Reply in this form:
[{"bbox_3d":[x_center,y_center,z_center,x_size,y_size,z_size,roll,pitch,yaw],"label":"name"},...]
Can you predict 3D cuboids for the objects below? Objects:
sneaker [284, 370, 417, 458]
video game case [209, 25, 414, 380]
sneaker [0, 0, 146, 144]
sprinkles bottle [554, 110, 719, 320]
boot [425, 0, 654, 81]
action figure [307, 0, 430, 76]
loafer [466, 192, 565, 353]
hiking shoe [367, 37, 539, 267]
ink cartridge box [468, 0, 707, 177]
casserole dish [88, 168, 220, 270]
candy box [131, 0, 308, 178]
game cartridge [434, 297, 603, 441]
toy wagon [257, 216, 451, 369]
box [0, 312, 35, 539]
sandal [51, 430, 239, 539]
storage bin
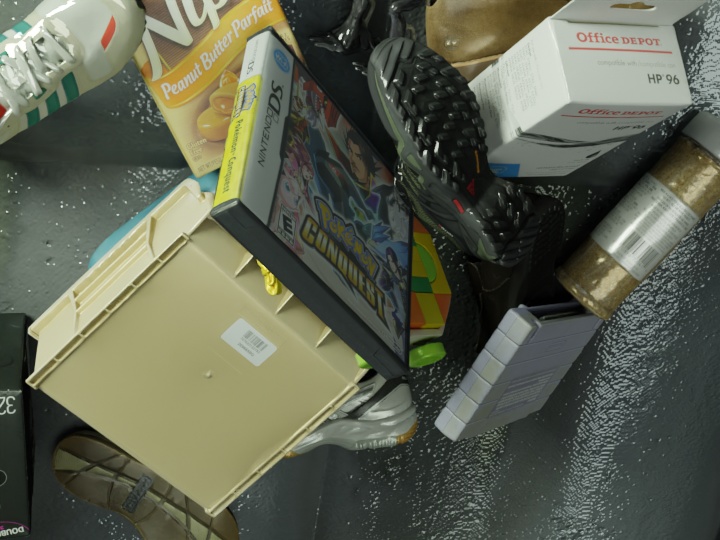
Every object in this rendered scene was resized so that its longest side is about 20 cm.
[{"bbox_3d":[-0.050,0.125,0.957,0.199,0.076,0.088,-8,90,0],"label":"sneaker"},{"bbox_3d":[-0.023,-0.048,0.740,0.025,0.181,0.200,-22,132,27],"label":"video game case"},{"bbox_3d":[-0.232,-0.129,0.714,0.199,0.093,0.070,-25,118,25],"label":"sneaker"},{"bbox_3d":[0.265,-0.048,0.935,0.068,0.068,0.200,35,103,-28],"label":"sprinkles bottle"},{"bbox_3d":[0.148,-0.210,0.820,0.200,0.074,0.076,-15,115,-3],"label":"boot"},{"bbox_3d":[0.039,-0.234,0.749,0.102,0.119,0.200,-11,137,-50],"label":"action figure"},{"bbox_3d":[0.134,0.005,0.940,0.073,0.071,0.200,-30,141,-38],"label":"loafer"},{"bbox_3d":[0.050,-0.082,0.781,0.076,0.101,0.200,-47,118,-26],"label":"hiking shoe"},{"bbox_3d":[0.162,-0.134,0.782,0.116,0.200,0.068,-4,77,-25],"label":"ink cartridge box"},{"bbox_3d":[-0.135,-0.008,0.871,0.200,0.039,0.121,-35,120,6],"label":"casserole dish"},{"bbox_3d":[-0.116,-0.182,0.769,0.115,0.055,0.200,-26,122,-1],"label":"candy box"},{"bbox_3d":[0.148,0.086,0.938,0.130,0.038,0.200,-55,156,20],"label":"game cartridge"},{"bbox_3d":[0.000,0.000,0.818,0.040,0.156,0.200,-29,160,32],"label":"toy wagon"},{"bbox_3d":[-0.370,0.128,0.832,0.199,0.124,0.149,-2,118,-15],"label":"box"},{"bbox_3d":[-0.195,0.209,0.969,0.200,0.054,0.080,36,99,-13],"label":"sandal"},{"bbox_3d":[-0.125,0.062,0.831,0.199,0.094,0.200,-42,116,9],"label":"storage bin"}]
